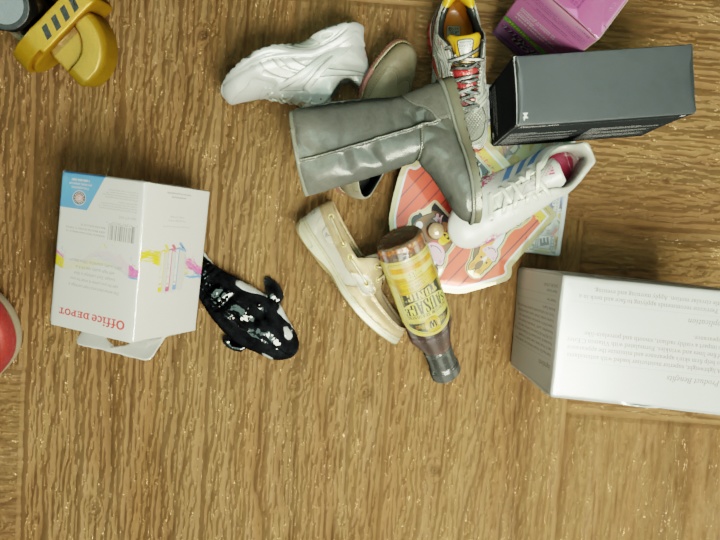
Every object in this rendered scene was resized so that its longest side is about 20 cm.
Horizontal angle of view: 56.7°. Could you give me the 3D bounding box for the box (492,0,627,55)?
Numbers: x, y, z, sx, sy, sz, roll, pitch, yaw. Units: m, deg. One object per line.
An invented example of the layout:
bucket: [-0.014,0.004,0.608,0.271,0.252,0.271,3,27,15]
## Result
box: [0.256,-0.338,0.759,0.096,0.200,0.177,38,94,-2]

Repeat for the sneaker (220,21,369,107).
sneaker: [-0.076,-0.233,0.830,0.195,0.078,0.102,-19,97,2]

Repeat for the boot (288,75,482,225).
boot: [0.028,-0.118,0.753,0.194,0.073,0.187,-15,80,-3]

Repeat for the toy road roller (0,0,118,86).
toy road roller: [-0.336,-0.317,0.805,0.199,0.123,0.146,-42,108,3]

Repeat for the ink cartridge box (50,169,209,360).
ink cartridge box: [-0.276,-0.006,0.803,0.125,0.125,0.207,9,95,21]

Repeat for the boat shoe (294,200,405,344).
boat shoe: [0.000,0.000,0.845,0.069,0.074,0.201,-39,92,8]

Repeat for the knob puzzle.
knob puzzle: [0.121,-0.060,0.840,0.212,0.030,0.227,0,94,0]

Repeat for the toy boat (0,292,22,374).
toy boat: [-0.525,0.104,0.823,0.200,0.131,0.131,-45,93,3]

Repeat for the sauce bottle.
sauce bottle: [0.079,0.047,0.826,0.065,0.066,0.204,-23,113,1]

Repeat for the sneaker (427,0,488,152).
sneaker: [0.116,-0.240,0.803,0.075,0.082,0.206,-6,80,-3]

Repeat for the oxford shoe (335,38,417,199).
oxford shoe: [0.031,-0.182,0.823,0.069,0.074,0.205,14,101,-34]

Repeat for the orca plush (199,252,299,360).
orca plush: [-0.156,0.039,0.848,0.104,0.071,0.203,-31,93,2]

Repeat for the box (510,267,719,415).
box: [0.296,0.074,0.788,0.193,0.200,0.135,6,92,-1]

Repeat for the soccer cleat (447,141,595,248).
soccer cleat: [0.189,-0.096,0.786,0.197,0.086,0.071,-33,93,-13]

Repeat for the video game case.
video game case: [0.183,-0.132,0.862,0.176,0.023,0.207,7,94,0]

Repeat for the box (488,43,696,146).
box: [0.260,-0.199,0.777,0.193,0.141,0.082,-4,94,0]
